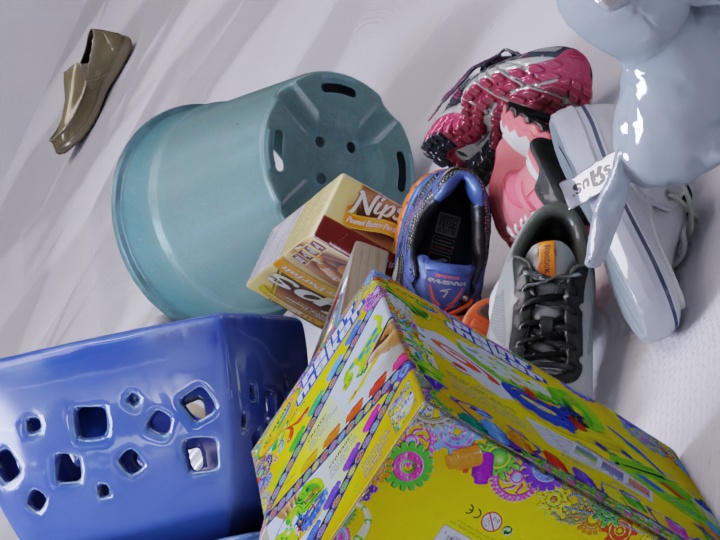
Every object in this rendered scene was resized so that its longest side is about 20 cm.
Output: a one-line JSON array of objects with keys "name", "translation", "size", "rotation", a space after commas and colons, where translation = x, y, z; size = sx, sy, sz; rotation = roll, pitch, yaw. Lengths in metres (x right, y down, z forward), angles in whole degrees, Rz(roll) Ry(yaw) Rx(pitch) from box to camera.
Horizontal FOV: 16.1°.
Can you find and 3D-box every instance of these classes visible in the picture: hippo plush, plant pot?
[{"name": "hippo plush", "translation": [0.167, -0.142, 1.400], "size": [0.199, 0.161, 0.160], "rotation": [-28, 29, 10]}, {"name": "plant pot", "translation": [-0.069, -0.065, 2.060], "size": [0.196, 0.200, 0.201], "rotation": [-23, 38, 53]}, {"name": "plant pot", "translation": [-0.136, 0.135, 1.733], "size": [0.199, 0.181, 0.200], "rotation": [-13, -6, 14]}]

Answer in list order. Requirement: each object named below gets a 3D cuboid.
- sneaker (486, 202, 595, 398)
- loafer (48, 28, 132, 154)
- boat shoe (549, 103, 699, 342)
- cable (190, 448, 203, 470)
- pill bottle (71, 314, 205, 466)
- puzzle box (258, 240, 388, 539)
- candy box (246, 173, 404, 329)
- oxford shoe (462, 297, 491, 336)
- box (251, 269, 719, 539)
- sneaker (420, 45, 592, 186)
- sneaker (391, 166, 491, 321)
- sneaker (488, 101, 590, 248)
[{"name": "sneaker", "translation": [0.103, 0.035, 1.491], "size": [0.201, 0.073, 0.080], "rotation": [-82, -2, -54]}, {"name": "loafer", "translation": [-0.395, -0.256, 3.605], "size": [0.201, 0.067, 0.076], "rotation": [-65, 17, -20]}, {"name": "boat shoe", "translation": [0.164, -0.041, 1.491], "size": [0.066, 0.074, 0.201], "rotation": [-18, 43, 1]}, {"name": "cable", "translation": [-0.103, 0.178, 1.911], "size": [0.201, 0.069, 0.200], "rotation": [-60, 16, -2]}, {"name": "pill bottle", "translation": [-0.180, 0.144, 2.125], "size": [0.200, 0.115, 0.116], "rotation": [-52, 17, 22]}, {"name": "puzzle box", "translation": [-0.023, 0.081, 1.626], "size": [0.200, 0.025, 0.134], "rotation": [-77, 7, -64]}, {"name": "candy box", "translation": [0.000, 0.000, 1.797], "size": [0.056, 0.115, 0.200], "rotation": [-63, 9, -17]}, {"name": "oxford shoe", "translation": [0.066, 0.112, 1.551], "size": [0.073, 0.071, 0.201], "rotation": [111, -177, -49]}, {"name": "box", "translation": [0.067, 0.124, 1.249], "size": [0.122, 0.199, 0.193], "rotation": [-56, 15, 12]}, {"name": "sneaker", "translation": [0.106, -0.126, 1.811], "size": [0.075, 0.080, 0.200], "rotation": [-63, 15, -21]}, {"name": "sneaker", "translation": [0.045, 0.022, 1.652], "size": [0.078, 0.075, 0.201], "rotation": [116, 160, -73]}, {"name": "sneaker", "translation": [0.126, -0.044, 1.657], "size": [0.200, 0.073, 0.087], "rotation": [-108, 35, -72]}]
